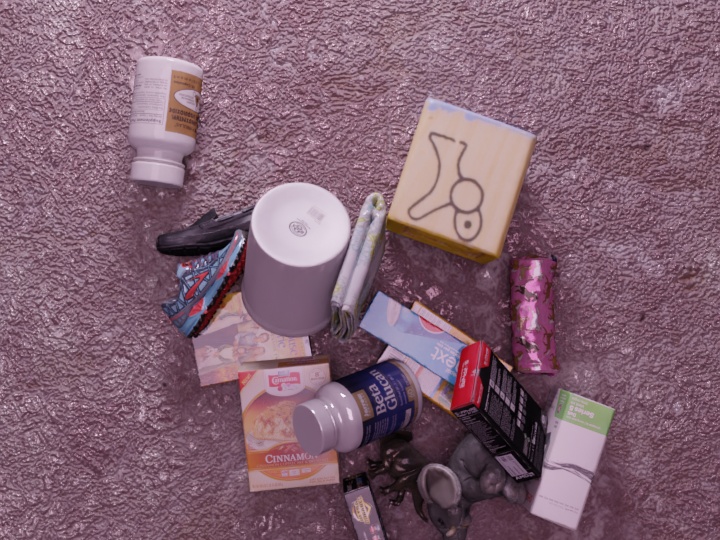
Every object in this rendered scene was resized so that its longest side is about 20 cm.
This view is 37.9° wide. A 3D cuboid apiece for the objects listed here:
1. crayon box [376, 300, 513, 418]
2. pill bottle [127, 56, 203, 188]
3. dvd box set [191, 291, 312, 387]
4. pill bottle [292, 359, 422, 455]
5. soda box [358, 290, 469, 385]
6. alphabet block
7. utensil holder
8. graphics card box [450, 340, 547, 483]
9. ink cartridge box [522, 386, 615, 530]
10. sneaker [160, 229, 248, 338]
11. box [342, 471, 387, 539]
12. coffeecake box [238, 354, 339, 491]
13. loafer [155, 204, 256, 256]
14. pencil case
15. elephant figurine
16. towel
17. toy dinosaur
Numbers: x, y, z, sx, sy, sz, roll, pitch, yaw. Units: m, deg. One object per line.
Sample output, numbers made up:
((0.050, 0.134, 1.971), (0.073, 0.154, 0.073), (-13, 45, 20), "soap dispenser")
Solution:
((0.140, 0.158, 1.767), (0.198, 0.052, 0.127), (34, 88, 2), "crayon box")
((-0.328, -0.244, 1.752), (0.112, 0.114, 0.204), (6, 88, 0), "pill bottle")
((-0.186, 0.107, 1.779), (0.196, 0.029, 0.149), (-10, 87, 0), "dvd box set")
((-0.006, 0.220, 1.659), (0.198, 0.110, 0.113), (-18, 87, -37), "pill bottle")
((0.096, 0.113, 1.712), (0.198, 0.064, 0.068), (31, 88, 1), "soda box")
((0.158, -0.139, 1.708), (0.192, 0.196, 0.203), (20, 88, 2), "alphabet block")
((-0.104, -0.016, 1.671), (0.167, 0.201, 0.172), (4, 57, -6), "utensil holder")
((0.221, 0.223, 1.650), (0.050, 0.127, 0.200), (-23, 124, 34), "graphics card box")
((0.332, 0.303, 1.713), (0.083, 0.146, 0.203), (19, 87, 0), "ink cartridge box")
((-0.258, 0.008, 1.721), (0.095, 0.079, 0.201), (35, 96, 5), "sneaker")
((0.022, 0.438, 1.701), (0.045, 0.159, 0.203), (-18, 88, -2), "box")
((-0.116, 0.250, 1.736), (0.150, 0.073, 0.204), (-5, 97, 0), "coffeecake box")
((-0.248, -0.069, 1.771), (0.197, 0.068, 0.072), (-11, 80, -6), "loafer")
((0.292, 0.076, 1.755), (0.085, 0.083, 0.204), (0, 87, 6), "pencil case")
((0.158, 0.362, 1.711), (0.199, 0.156, 0.142), (-34, 118, 19), "elephant figurine")
((0.000, 0.000, 1.668), (0.047, 0.172, 0.203), (17, 70, 4), "towel")
((0.073, 0.332, 1.748), (0.101, 0.077, 0.202), (-32, 85, 6), "toy dinosaur")
